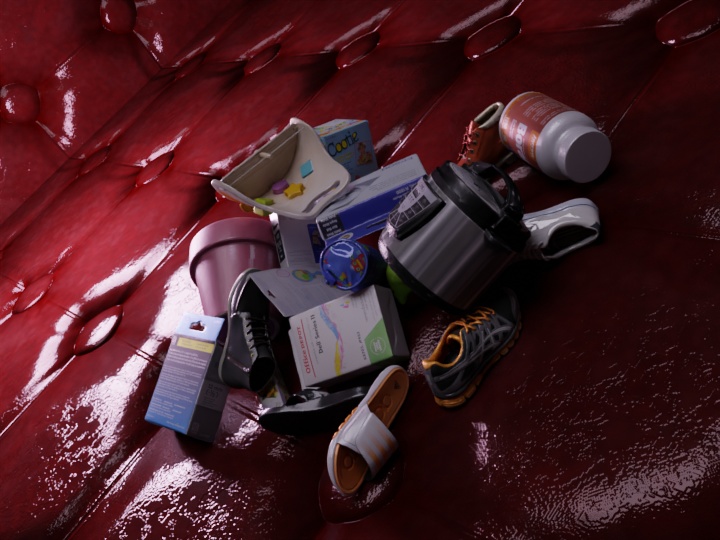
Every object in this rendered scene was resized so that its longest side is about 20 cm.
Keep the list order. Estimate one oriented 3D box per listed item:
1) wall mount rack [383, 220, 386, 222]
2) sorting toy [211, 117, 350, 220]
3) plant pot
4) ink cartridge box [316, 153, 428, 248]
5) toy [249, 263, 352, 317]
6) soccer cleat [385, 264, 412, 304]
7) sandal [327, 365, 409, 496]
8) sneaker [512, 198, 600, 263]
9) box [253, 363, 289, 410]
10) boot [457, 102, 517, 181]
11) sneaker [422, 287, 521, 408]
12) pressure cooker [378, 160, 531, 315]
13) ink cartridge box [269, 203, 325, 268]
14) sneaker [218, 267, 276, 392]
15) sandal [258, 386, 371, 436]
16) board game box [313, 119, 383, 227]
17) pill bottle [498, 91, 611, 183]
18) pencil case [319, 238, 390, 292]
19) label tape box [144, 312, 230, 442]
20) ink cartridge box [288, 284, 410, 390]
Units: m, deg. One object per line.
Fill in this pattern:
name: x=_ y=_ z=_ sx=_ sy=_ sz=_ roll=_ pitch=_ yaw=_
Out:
wall mount rack: x=0.054 y=-0.068 z=1.485 sx=0.174 sy=0.075 sz=0.200 roll=-40 pitch=46 yaw=-11
sorting toy: x=-0.114 y=-0.147 z=1.448 sx=0.179 sy=0.107 sz=0.200 roll=26 pitch=58 yaw=39
plant pot: x=-0.212 y=0.034 z=1.547 sx=0.199 sy=0.200 sz=0.180 roll=-24 pitch=51 yaw=21
ink cartridge box: x=0.021 y=-0.117 z=1.409 sx=0.198 sy=0.041 sz=0.200 roll=-24 pitch=21 yaw=5
toy: x=-0.079 y=0.040 z=1.427 sx=0.199 sy=0.047 sz=0.115 roll=-12 pitch=43 yaw=-38
soccer cleat: x=0.132 y=-0.011 z=1.367 sx=0.199 sy=0.082 sz=0.067 roll=-23 pitch=22 yaw=-17
sandal: x=0.025 y=0.213 z=1.172 sx=0.059 sy=0.079 sz=0.207 roll=-5 pitch=43 yaw=45
sneaker: x=0.261 y=-0.046 z=1.270 sx=0.199 sy=0.073 sz=0.071 roll=-25 pitch=31 yaw=19
box: x=-0.151 y=0.188 z=1.414 sx=0.039 sy=0.041 sz=0.200 roll=-39 pitch=31 yaw=3
boot: x=0.199 y=-0.207 z=1.506 sx=0.200 sy=0.107 sz=0.075 roll=-43 pitch=34 yaw=-4
sneaker: x=0.158 y=0.095 z=1.193 sx=0.078 sy=0.077 sz=0.200 roll=4 pitch=50 yaw=49
pressure cooker: x=0.144 y=-0.061 z=1.218 sx=0.176 sy=0.178 sz=0.200 roll=46 pitch=107 yaw=16
ink cartridge box: x=-0.094 y=-0.023 z=1.512 sx=0.039 sy=0.099 sz=0.201 roll=-44 pitch=54 yaw=54
sneaker: x=-0.167 y=0.098 z=1.392 sx=0.106 sy=0.074 sz=0.202 roll=6 pitch=86 yaw=54
sandal: x=-0.057 y=0.204 z=1.274 sx=0.199 sy=0.076 sz=0.048 roll=-15 pitch=44 yaw=18
board game box: x=-0.033 y=-0.167 z=1.570 sx=0.104 sy=0.201 sz=0.103 roll=-25 pitch=24 yaw=-30
pill bottle: x=0.317 y=-0.215 z=1.390 sx=0.112 sy=0.112 sz=0.200 roll=-38 pitch=32 yaw=0
pencil case: x=0.000 y=0.000 z=1.352 sx=0.078 sy=0.200 sz=0.087 roll=44 pitch=98 yaw=16
label tape box: x=-0.283 y=0.181 z=1.470 sx=0.143 sy=0.066 sz=0.201 roll=4 pitch=71 yaw=48
ink cartridge box: x=-0.036 y=0.111 z=1.321 sx=0.199 sy=0.067 sz=0.118 roll=-23 pitch=74 yaw=24
